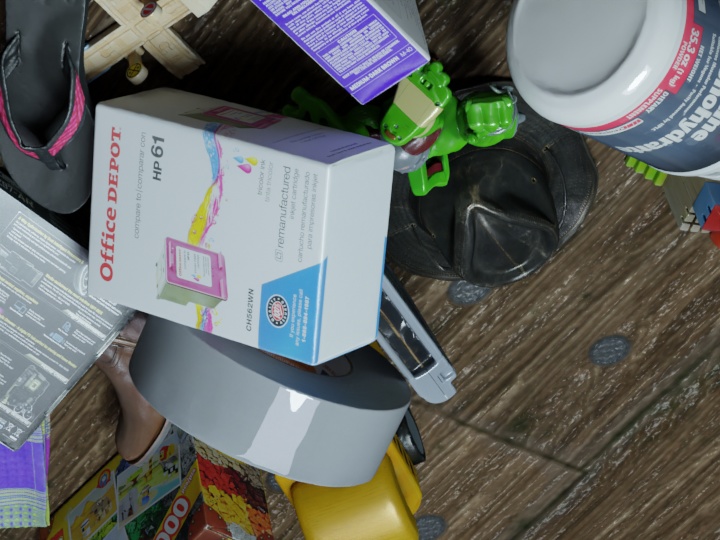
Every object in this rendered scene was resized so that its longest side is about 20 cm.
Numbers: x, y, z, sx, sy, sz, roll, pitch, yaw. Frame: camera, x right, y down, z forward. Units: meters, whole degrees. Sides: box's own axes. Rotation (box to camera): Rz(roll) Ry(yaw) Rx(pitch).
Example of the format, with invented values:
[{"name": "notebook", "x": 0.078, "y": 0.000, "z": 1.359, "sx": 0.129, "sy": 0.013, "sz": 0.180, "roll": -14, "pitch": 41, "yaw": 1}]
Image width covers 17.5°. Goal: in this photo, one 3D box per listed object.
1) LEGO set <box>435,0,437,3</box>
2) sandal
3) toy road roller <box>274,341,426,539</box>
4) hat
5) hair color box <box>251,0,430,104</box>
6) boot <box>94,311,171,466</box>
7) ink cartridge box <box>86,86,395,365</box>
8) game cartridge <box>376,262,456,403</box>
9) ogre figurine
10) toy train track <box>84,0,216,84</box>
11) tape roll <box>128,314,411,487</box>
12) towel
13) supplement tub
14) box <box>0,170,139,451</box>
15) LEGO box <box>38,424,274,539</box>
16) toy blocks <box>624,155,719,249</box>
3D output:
[{"name": "LEGO set", "x": 0.045, "y": -0.235, "z": 1.487, "sx": 0.116, "sy": 0.154, "sz": 0.200, "roll": -49, "pitch": 134, "yaw": -8}, {"name": "sandal", "x": -0.217, "y": -0.124, "z": 1.591, "sx": 0.075, "sy": 0.045, "sz": 0.200, "roll": 6, "pitch": 122, "yaw": 5}, {"name": "toy road roller", "x": -0.018, "y": 0.147, "z": 1.861, "sx": 0.123, "sy": 0.146, "sz": 0.200, "roll": -22, "pitch": 135, "yaw": 7}, {"name": "hat", "x": 0.093, "y": -0.042, "z": 1.752, "sx": 0.200, "sy": 0.081, "sz": 0.201, "roll": -6, "pitch": 135, "yaw": -6}, {"name": "hair color box", "x": -0.042, "y": -0.211, "z": 1.534, "sx": 0.065, "sy": 0.109, "sz": 0.200, "roll": -31, "pitch": 132, "yaw": 19}, {"name": "boot", "x": -0.234, "y": 0.063, "z": 1.784, "sx": 0.200, "sy": 0.064, "sz": 0.187, "roll": 7, "pitch": 118, "yaw": -24}, {"name": "ink cartridge box", "x": -0.086, "y": -0.034, "z": 1.601, "sx": 0.085, "sy": 0.200, "sz": 0.145, "roll": -21, "pitch": 121, "yaw": -53}, {"name": "game cartridge", "x": 0.000, "y": 0.000, "z": 1.731, "sx": 0.042, "sy": 0.133, "sz": 0.200, "roll": -37, "pitch": 131, "yaw": 0}, {"name": "ogre figurine", "x": 0.028, "y": -0.102, "z": 1.644, "sx": 0.200, "sy": 0.098, "sz": 0.120, "roll": -26, "pitch": 170, "yaw": 24}, {"name": "toy train track", "x": -0.182, "y": -0.141, "z": 1.622, "sx": 0.200, "sy": 0.033, "sz": 0.115, "roll": -31, "pitch": 133, "yaw": 18}, {"name": "tape roll", "x": -0.066, "y": 0.079, "z": 1.701, "sx": 0.200, "sy": 0.200, "sz": 0.066, "roll": 18, "pitch": 106, "yaw": -28}, {"name": "towel", "x": -0.320, "y": 0.147, "z": 1.875, "sx": 0.143, "sy": 0.023, "sz": 0.200, "roll": -4, "pitch": 134, "yaw": -12}, {"name": "supplement tub", "x": 0.208, "y": -0.146, "z": 1.617, "sx": 0.140, "sy": 0.140, "sz": 0.200, "roll": -42, "pitch": 144, "yaw": 25}, {"name": "box", "x": -0.278, "y": 0.015, "z": 1.686, "sx": 0.200, "sy": 0.044, "sz": 0.160, "roll": 36, "pitch": 101, "yaw": -25}, {"name": "LEGO box", "x": -0.167, "y": 0.220, "z": 1.894, "sx": 0.077, "sy": 0.149, "sz": 0.200, "roll": 28, "pitch": 121, "yaw": -34}, {"name": "toy blocks", "x": 0.315, "y": -0.044, "z": 1.765, "sx": 0.200, "sy": 0.137, "sz": 0.100, "roll": 7, "pitch": 131, "yaw": -20}]
